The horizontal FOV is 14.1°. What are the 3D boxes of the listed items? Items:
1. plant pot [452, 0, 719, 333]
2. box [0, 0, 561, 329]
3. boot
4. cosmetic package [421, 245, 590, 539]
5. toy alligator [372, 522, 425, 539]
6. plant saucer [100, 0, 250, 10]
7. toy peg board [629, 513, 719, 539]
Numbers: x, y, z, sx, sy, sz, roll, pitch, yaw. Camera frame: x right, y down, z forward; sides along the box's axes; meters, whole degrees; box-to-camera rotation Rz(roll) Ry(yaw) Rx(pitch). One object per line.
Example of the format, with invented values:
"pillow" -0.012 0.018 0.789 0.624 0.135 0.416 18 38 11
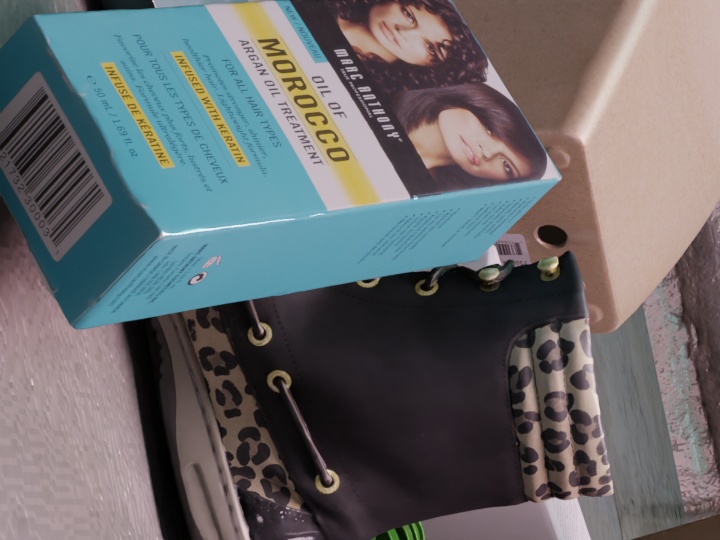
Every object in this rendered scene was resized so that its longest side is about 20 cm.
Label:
"plant pot" 0.073 -0.080 1.438 0.200 0.199 0.177 75 25 -43
"box" -0.027 -0.039 0.915 0.200 0.049 0.082 -10 64 -51
"boot" 0.000 0.001 1.029 0.073 0.153 0.204 33 47 -84
"cosmetic package" 0.036 0.092 1.280 0.071 0.101 0.200 -88 162 -51
"toy alligator" -0.008 0.112 1.144 0.200 0.054 0.059 8 70 -79
"plant saucer" -0.082 -0.150 1.128 0.200 0.027 0.201 -11 90 -80
"toy peg board" 0.139 0.162 1.150 0.200 0.199 0.098 11 64 -55
